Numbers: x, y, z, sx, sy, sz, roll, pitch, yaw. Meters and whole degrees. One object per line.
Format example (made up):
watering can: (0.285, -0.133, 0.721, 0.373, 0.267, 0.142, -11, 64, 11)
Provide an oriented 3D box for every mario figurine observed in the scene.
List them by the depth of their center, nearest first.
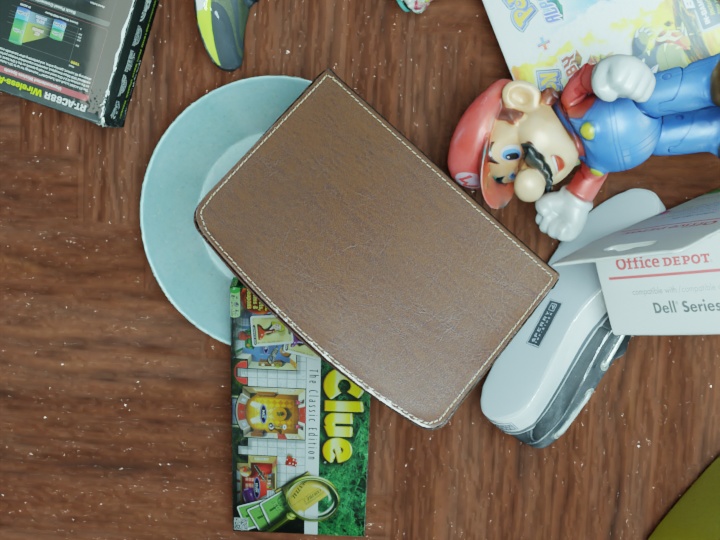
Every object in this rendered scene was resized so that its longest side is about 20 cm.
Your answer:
mario figurine: (0.151, -0.075, 0.699, 0.198, 0.106, 0.125, -7, 103, 23)

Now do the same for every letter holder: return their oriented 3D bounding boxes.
letter holder: (0.000, 0.000, 0.704, 0.200, 0.101, 0.142, 41, 72, 0)

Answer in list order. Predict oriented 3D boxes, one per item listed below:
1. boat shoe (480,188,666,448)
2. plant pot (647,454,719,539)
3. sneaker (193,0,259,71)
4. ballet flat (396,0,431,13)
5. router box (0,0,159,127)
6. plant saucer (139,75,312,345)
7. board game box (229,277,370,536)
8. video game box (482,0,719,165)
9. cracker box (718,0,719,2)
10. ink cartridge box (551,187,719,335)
boat shoe: (0.166, 0.037, 0.783, 0.068, 0.072, 0.201, 35, 83, -34)
plant pot: (0.347, 0.178, 0.728, 0.199, 0.200, 0.177, 33, 86, 0)
sneaker: (-0.067, -0.239, 0.766, 0.080, 0.074, 0.202, 13, 99, -1)
ballet flat: (0.025, -0.283, 0.749, 0.063, 0.076, 0.202, -18, 96, 24)
router box: (-0.248, -0.205, 0.784, 0.198, 0.062, 0.151, 19, 96, 2)
plant saucer: (-0.061, -0.041, 0.802, 0.199, 0.039, 0.203, 0, 95, 4)
board game box: (-0.044, 0.104, 0.798, 0.104, 0.023, 0.202, 1, 110, -1)
video game box: (0.179, -0.191, 0.740, 0.181, 0.047, 0.201, -21, 94, 27)
cracker box: (0.267, -0.263, 0.664, 0.134, 0.058, 0.200, 40, 78, -11)
ink cartridge box: (0.233, -0.008, 0.697, 0.199, 0.117, 0.068, -20, 97, -32)
